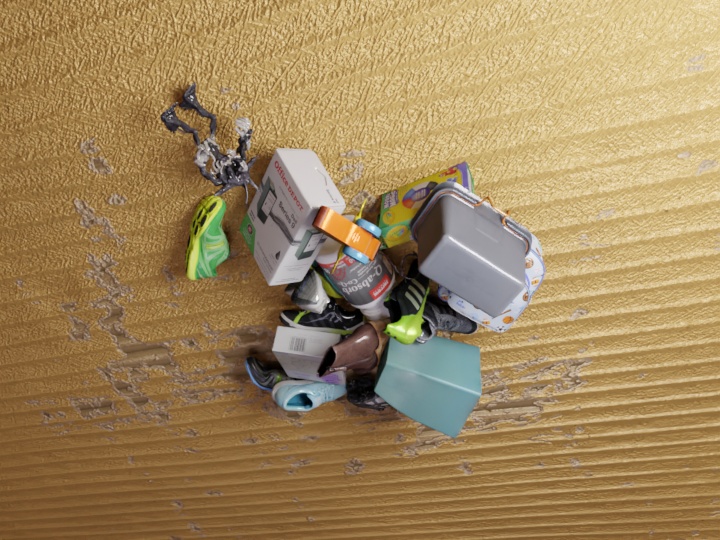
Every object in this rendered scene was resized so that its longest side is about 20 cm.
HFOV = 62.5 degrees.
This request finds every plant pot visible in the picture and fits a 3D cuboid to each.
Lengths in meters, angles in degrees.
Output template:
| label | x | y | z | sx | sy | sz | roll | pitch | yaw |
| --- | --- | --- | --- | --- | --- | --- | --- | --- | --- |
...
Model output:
| label | x | y | z | sx | sy | sz | roll | pitch | yaw |
| --- | --- | --- | --- | --- | --- | --- | --- | --- | --- |
| plant pot | 0.135 | 0.225 | 1.247 | 0.195 | 0.143 | 0.144 | 19 | 125 | -3 |

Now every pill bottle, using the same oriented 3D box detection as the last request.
| label | x | y | z | sx | sy | sz | roll | pitch | yaw |
| --- | --- | --- | --- | --- | --- | --- | --- | --- | --- |
| pill bottle | 0.000 | 0.000 | 1.165 | 0.114 | 0.118 | 0.201 | -20 | 129 | 22 |

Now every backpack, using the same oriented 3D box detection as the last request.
| label | x | y | z | sx | sy | sz | roll | pitch | yaw |
| --- | --- | --- | --- | --- | --- | --- | --- | --- | --- |
| backpack | 0.252 | 0.004 | 1.127 | 0.196 | 0.155 | 0.193 | 24 | 119 | -10 |

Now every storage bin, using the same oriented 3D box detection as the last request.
| label | x | y | z | sx | sy | sz | roll | pitch | yaw |
| --- | --- | --- | --- | --- | --- | --- | --- | --- | --- |
| storage bin | 0.183 | -0.031 | 0.949 | 0.197 | 0.136 | 0.147 | 30 | 124 | -11 |

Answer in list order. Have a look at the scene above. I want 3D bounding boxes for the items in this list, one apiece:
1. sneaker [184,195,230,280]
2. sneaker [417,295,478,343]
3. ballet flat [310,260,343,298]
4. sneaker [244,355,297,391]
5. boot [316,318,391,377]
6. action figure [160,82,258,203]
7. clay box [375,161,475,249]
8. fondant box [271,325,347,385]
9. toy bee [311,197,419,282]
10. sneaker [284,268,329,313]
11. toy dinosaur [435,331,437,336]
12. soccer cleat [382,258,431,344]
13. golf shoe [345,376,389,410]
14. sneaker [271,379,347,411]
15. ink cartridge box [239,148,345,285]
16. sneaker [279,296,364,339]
| label | x | y | z | sx | sy | sz | roll | pitch | yaw |
| --- | --- | --- | --- | --- | --- | --- | --- | --- | --- |
| sneaker | -0.299 | -0.066 | 1.190 | 0.082 | 0.075 | 0.202 | 3 | 132 | -30 |
| sneaker | 0.162 | 0.110 | 1.238 | 0.196 | 0.115 | 0.076 | 24 | 124 | -12 |
| ballet flat | -0.089 | -0.021 | 1.201 | 0.066 | 0.067 | 0.202 | 5 | 138 | 39 |
| sneaker | -0.198 | 0.261 | 1.452 | 0.198 | 0.071 | 0.083 | 36 | 103 | -19 |
| boot | -0.026 | 0.173 | 1.199 | 0.164 | 0.073 | 0.201 | -21 | 156 | -35 |
| action figure | -0.243 | -0.210 | 1.008 | 0.200 | 0.119 | 0.102 | 47 | 155 | -12 |
| clay box | 0.107 | -0.113 | 1.061 | 0.195 | 0.116 | 0.048 | -18 | 126 | 20 |
| fondant box | -0.106 | 0.193 | 1.326 | 0.140 | 0.060 | 0.201 | 7 | 156 | 8 |
| toy bee | -0.008 | -0.042 | 1.010 | 0.131 | 0.108 | 0.201 | -44 | 112 | -13 |
| sneaker | -0.093 | 0.047 | 1.182 | 0.087 | 0.200 | 0.075 | 41 | 87 | -14 |
| toy dinosaur | 0.109 | 0.134 | 1.309 | 0.101 | 0.078 | 0.200 | -35 | 115 | 17 |
| soccer cleat | 0.089 | 0.047 | 1.141 | 0.079 | 0.203 | 0.068 | 23 | 139 | -12 |
| golf shoe | 0.064 | 0.298 | 1.450 | 0.194 | 0.080 | 0.095 | -2 | 148 | 11 |
| sneaker | -0.110 | 0.303 | 1.413 | 0.195 | 0.082 | 0.076 | -5 | 114 | -26 |
| ink cartridge box | -0.128 | -0.097 | 1.073 | 0.083 | 0.147 | 0.201 | -8 | 144 | -41 |
| sneaker | -0.079 | 0.096 | 1.306 | 0.194 | 0.072 | 0.085 | 11 | 100 | 1 |
